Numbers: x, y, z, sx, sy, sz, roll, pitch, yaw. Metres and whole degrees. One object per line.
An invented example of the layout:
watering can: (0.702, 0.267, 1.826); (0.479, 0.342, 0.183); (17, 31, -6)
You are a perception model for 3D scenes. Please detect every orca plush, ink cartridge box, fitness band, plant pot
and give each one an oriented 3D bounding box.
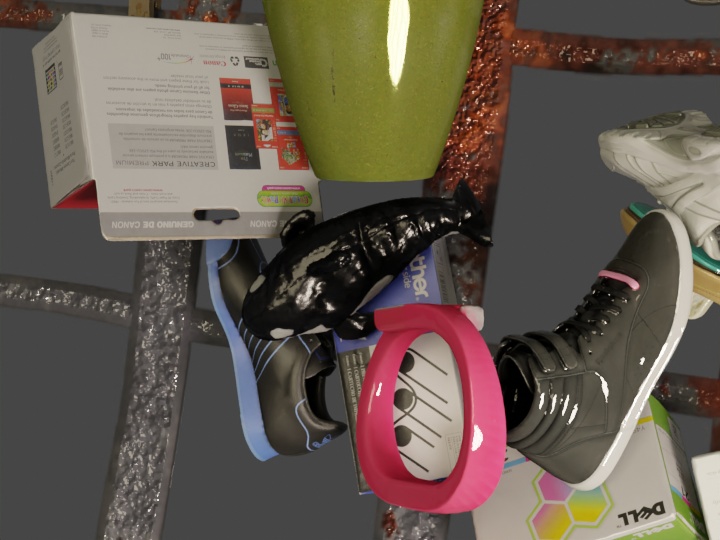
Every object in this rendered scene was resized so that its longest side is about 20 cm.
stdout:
orca plush: (0.000, 0.000, 1.140); (0.200, 0.071, 0.105); (-13, 94, 6)
ink cartridge box: (0.032, 0.066, 1.192); (0.094, 0.044, 0.200); (-14, 78, 19)
ink cartridge box: (-0.139, -0.099, 1.194); (0.084, 0.200, 0.176); (-23, 72, 54)
fitness band: (0.046, 0.095, 1.072); (0.200, 0.037, 0.144); (173, 98, -67)
ink cartridge box: (0.164, 0.202, 1.069); (0.148, 0.076, 0.200); (-22, 53, 19)
plant pot: (0.009, -0.171, 1.171); (0.187, 0.187, 0.200); (4, 99, 23)

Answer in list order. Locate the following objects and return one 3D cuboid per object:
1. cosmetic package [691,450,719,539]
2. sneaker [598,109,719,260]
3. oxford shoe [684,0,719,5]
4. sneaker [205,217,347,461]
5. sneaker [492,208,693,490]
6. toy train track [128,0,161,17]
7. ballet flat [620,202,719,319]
cosmetic package: (0.304, 0.213, 1.042); (0.113, 0.081, 0.200); (-13, 80, 21)
sneaker: (0.230, -0.057, 1.070); (0.078, 0.200, 0.099); (-16, 104, -17)
oxford shoe: (0.308, -0.257, 1.095); (0.200, 0.084, 0.073); (-29, 75, 19)
sneaker: (-0.065, 0.048, 1.226); (0.078, 0.070, 0.200); (-16, 84, 16)
sneaker: (0.151, 0.043, 1.027); (0.071, 0.099, 0.200); (21, 89, 56)
toy train track: (-0.183, -0.148, 1.318); (0.115, 0.033, 0.200); (-8, 75, 29)
ballet flat: (0.262, 0.021, 1.092); (0.200, 0.069, 0.063); (31, 111, 24)
